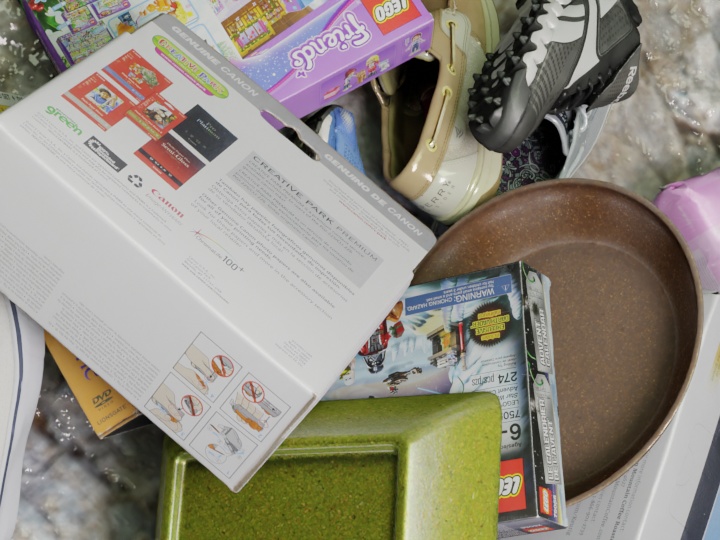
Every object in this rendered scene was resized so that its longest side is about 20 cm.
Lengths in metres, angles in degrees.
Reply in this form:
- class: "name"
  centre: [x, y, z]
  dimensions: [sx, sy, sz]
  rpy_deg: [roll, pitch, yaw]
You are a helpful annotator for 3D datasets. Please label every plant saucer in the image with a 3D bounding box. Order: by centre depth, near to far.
- class: "plant saucer"
  centre: [-0.032, 0.158, 0.920]
  dimensions: [0.199, 0.048, 0.201]
  rpy_deg: [-5, 71, 27]
- class: "plant saucer"
  centre: [0.100, 0.046, 1.001]
  dimensions: [0.037, 0.200, 0.201]
  rpy_deg: [40, 60, -47]

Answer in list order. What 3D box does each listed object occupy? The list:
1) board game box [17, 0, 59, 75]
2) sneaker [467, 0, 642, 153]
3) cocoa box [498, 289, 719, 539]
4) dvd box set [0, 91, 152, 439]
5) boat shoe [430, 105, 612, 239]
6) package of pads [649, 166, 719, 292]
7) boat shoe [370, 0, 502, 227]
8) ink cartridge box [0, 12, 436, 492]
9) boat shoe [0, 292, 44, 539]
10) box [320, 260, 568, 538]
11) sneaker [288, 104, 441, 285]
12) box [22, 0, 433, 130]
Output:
- class: "board game box"
  centre: [-0.099, -0.173, 1.104]
  dimensions: [0.200, 0.029, 0.135]
  rpy_deg: [-28, 79, -11]
- class: "sneaker"
  centre: [0.125, -0.124, 1.081]
  dimensions: [0.090, 0.066, 0.200]
  rpy_deg: [37, 41, -9]
- class: "cocoa box"
  centre: [0.147, 0.125, 1.039]
  dimensions: [0.131, 0.133, 0.201]
  rpy_deg: [43, 61, -42]
- class: "dvd box set"
  centre: [-0.156, -0.007, 1.007]
  dimensions: [0.029, 0.146, 0.200]
  rpy_deg: [-31, 83, 11]
- class: "boat shoe"
  centre: [0.113, -0.079, 1.143]
  dimensions: [0.070, 0.072, 0.201]
  rpy_deg: [34, 68, -5]
- class: "package of pads"
  centre: [0.276, 0.016, 1.163]
  dimensions: [0.120, 0.076, 0.200]
  rpy_deg: [-26, 83, -19]
- class: "boat shoe"
  centre: [0.041, -0.121, 1.107]
  dimensions: [0.066, 0.074, 0.201]
  rpy_deg: [21, 46, -32]
- class: "ink cartridge box"
  centre: [-0.082, -0.018, 0.925]
  dimensions: [0.200, 0.084, 0.176]
  rpy_deg: [41, 35, 1]
- class: "boat shoe"
  centre: [-0.222, 0.072, 0.939]
  dimensions: [0.074, 0.203, 0.086]
  rpy_deg: [28, 30, 28]
- class: "box"
  centre: [0.010, 0.083, 0.981]
  dimensions: [0.040, 0.199, 0.137]
  rpy_deg: [27, 55, -55]
- class: "sneaker"
  centre: [0.000, 0.000, 1.092]
  dimensions: [0.089, 0.079, 0.201]
  rpy_deg: [-6, 84, -26]
- class: "box"
  centre: [-0.077, -0.145, 1.058]
  dimensions: [0.200, 0.039, 0.137]
  rpy_deg: [-29, 73, -12]
